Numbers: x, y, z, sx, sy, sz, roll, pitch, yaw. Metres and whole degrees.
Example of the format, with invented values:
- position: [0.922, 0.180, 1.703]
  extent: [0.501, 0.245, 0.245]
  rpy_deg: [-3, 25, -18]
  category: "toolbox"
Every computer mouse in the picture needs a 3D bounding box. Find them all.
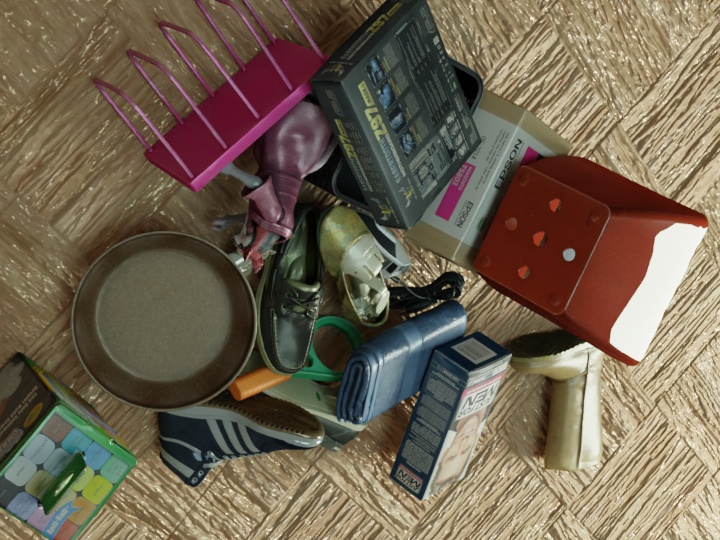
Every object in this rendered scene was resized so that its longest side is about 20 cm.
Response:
- position: [0.025, -0.021, 1.630]
  extent: [0.200, 0.110, 0.044]
  rpy_deg: [41, 48, -28]
  category: "computer mouse"

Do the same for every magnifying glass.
- position: [-0.072, 0.109, 1.605]
  extent: [0.200, 0.022, 0.080]
  rpy_deg: [-21, 79, -40]
  category: "magnifying glass"

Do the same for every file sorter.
- position: [-0.157, -0.207, 1.417]
  extent: [0.200, 0.139, 0.126]
  rpy_deg: [-43, 122, -10]
  category: "file sorter"

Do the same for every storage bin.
- position: [0.034, -0.166, 1.570]
  extent: [0.135, 0.094, 0.200]
  rpy_deg: [24, 94, -34]
  category: "storage bin"

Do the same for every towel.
- position: [0.049, 0.108, 1.657]
  extent: [0.200, 0.048, 0.112]
  rpy_deg: [-24, 137, -44]
  category: "towel"

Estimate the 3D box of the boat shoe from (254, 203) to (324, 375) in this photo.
- position: [-0.077, 0.020, 1.558]
  extent: [0.072, 0.066, 0.202]
  rpy_deg: [6, 84, -30]
  category: "boat shoe"

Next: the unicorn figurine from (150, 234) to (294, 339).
- position: [-0.175, 0.024, 1.540]
  extent: [0.137, 0.074, 0.200]
  rpy_deg: [0, 124, -31]
  category: "unicorn figurine"

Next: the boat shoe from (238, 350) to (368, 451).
- position: [-0.085, 0.160, 1.637]
  extent: [0.200, 0.072, 0.068]
  rpy_deg: [31, 119, -28]
  category: "boat shoe"

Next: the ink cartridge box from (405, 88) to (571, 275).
- position: [0.158, -0.098, 1.643]
  extent: [0.165, 0.075, 0.200]
  rpy_deg: [19, 99, -61]
  category: "ink cartridge box"

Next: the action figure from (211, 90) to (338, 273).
- position: [-0.088, -0.092, 1.480]
  extent: [0.148, 0.134, 0.201]
  rpy_deg: [10, 77, -2]
  category: "action figure"

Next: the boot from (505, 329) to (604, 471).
- position: [0.269, 0.184, 1.853]
  extent: [0.175, 0.066, 0.201]
  rpy_deg: [-9, 113, -27]
  category: "boot"

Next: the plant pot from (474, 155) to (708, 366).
- position: [0.252, -0.025, 1.593]
  extent: [0.176, 0.200, 0.200]
  rpy_deg: [13, 104, -54]
  category: "plant pot"

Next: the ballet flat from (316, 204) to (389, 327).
- position: [0.000, 0.000, 1.569]
  extent: [0.071, 0.071, 0.200]
  rpy_deg: [-35, 146, -15]
  category: "ballet flat"

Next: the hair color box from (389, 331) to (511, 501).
- position: [0.113, 0.184, 1.717]
  extent: [0.100, 0.060, 0.200]
  rpy_deg: [-18, 134, -49]
  category: "hair color box"

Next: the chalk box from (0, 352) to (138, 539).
- position: [-0.328, 0.196, 1.426]
  extent: [0.124, 0.200, 0.124]
  rpy_deg: [-49, 124, -6]
  category: "chalk box"

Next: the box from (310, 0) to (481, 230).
- position: [0.042, -0.169, 1.453]
  extent: [0.158, 0.051, 0.200]
  rpy_deg: [-51, 131, -30]
  category: "box"

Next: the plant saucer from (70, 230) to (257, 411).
- position: [-0.213, 0.053, 1.479]
  extent: [0.200, 0.037, 0.201]
  rpy_deg: [-2, 101, -9]
  category: "plant saucer"

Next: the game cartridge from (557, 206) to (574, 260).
- position: [0.332, -0.012, 1.836]
  extent: [0.199, 0.040, 0.134]
  rpy_deg: [4, 109, -31]
  category: "game cartridge"

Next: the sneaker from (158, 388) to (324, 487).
- position: [-0.142, 0.201, 1.571]
  extent: [0.199, 0.070, 0.109]
  rpy_deg: [12, 109, 11]
  category: "sneaker"
